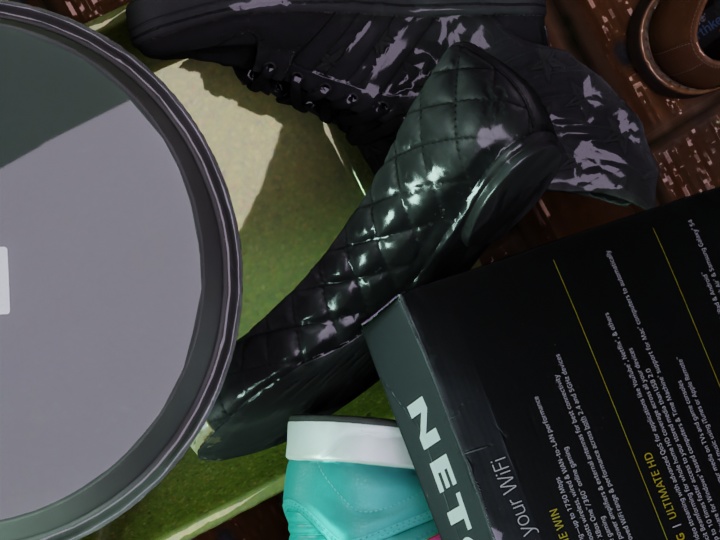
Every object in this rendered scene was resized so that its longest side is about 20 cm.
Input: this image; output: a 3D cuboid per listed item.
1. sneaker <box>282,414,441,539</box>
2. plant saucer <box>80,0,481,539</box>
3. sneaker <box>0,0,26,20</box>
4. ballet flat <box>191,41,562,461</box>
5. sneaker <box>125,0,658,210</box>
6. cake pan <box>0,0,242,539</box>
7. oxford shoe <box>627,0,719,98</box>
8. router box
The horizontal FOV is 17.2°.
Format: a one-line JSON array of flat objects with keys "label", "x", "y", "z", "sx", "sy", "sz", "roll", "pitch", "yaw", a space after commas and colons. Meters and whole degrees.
[{"label": "sneaker", "x": 0.062, "y": 0.125, "z": 0.899, "sx": 0.198, "sy": 0.084, "sz": 0.122, "roll": 9, "pitch": 84, "yaw": -14}, {"label": "plant saucer", "x": -0.065, "y": -0.009, "z": 0.955, "sx": 0.198, "sy": 0.048, "sz": 0.201, "roll": -26, "pitch": 98, "yaw": -9}, {"label": "sneaker", "x": -0.127, "y": -0.044, "z": 0.876, "sx": 0.199, "sy": 0.075, "sz": 0.107, "roll": 38, "pitch": 88, "yaw": -10}, {"label": "ballet flat", "x": 0.000, "y": 0.000, "z": 0.892, "sx": 0.200, "sy": 0.066, "sz": 0.057, "roll": -47, "pitch": 64, "yaw": 23}, {"label": "sneaker", "x": 0.013, "y": -0.065, "z": 0.913, "sx": 0.198, "sy": 0.060, "sz": 0.105, "roll": -7, "pitch": 91, "yaw": -14}, {"label": "cake pan", "x": -0.139, "y": 0.002, "z": 0.823, "sx": 0.198, "sy": 0.037, "sz": 0.202, "roll": 0, "pitch": 87, "yaw": -5}, {"label": "oxford shoe", "x": 0.204, "y": -0.142, "z": 0.992, "sx": 0.200, "sy": 0.071, "sz": 0.071, "roll": -42, "pitch": 99, "yaw": -8}, {"label": "router box", "x": 0.105, "y": 0.084, "z": 0.849, "sx": 0.148, "sy": 0.051, "sz": 0.202, "roll": -17, "pitch": 79, "yaw": -21}]
